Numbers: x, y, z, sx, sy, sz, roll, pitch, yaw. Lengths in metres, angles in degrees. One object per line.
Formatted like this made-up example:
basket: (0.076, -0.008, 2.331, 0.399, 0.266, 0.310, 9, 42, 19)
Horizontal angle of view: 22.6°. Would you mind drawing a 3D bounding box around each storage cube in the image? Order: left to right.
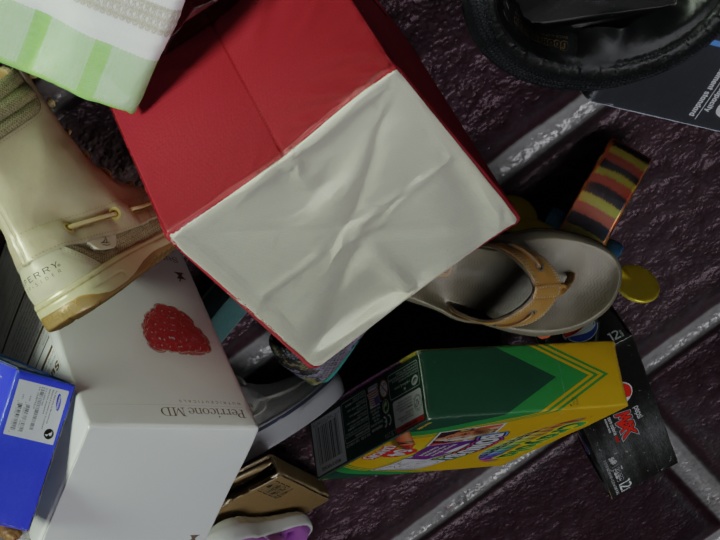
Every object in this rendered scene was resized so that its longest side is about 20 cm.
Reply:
storage cube: (-0.033, -0.081, 1.131, 0.171, 0.180, 0.200, -36, 136, 8)

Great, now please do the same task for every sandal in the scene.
sandal: (-0.089, 0.228, 1.408, 0.082, 0.050, 0.203, -31, 164, 14)
sandal: (0.096, 0.006, 1.266, 0.200, 0.054, 0.081, 11, 101, -22)

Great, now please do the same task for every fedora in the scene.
fedora: (0.154, -0.211, 1.165, 0.200, 0.092, 0.201, -9, 133, -9)

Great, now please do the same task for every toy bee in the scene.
toy bee: (0.159, 0.005, 1.350, 0.131, 0.109, 0.201, 10, 115, 16)

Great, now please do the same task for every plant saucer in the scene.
plant saucer: (-0.104, 0.031, 1.289, 0.019, 0.070, 0.200, 35, 112, -18)

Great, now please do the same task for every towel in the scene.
towel: (-0.162, -0.195, 1.019, 0.149, 0.031, 0.200, 21, 119, -9)

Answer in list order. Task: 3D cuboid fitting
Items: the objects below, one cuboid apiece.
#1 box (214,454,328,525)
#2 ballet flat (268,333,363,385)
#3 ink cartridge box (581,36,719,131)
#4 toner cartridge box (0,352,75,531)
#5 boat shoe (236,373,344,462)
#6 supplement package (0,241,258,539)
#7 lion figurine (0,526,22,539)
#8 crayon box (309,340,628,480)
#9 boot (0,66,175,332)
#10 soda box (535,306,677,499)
box: (-0.116, 0.199, 1.407, 0.163, 0.021, 0.200, -28, 165, 3)
ballet flat: (0.000, 0.000, 1.312, 0.072, 0.072, 0.200, 22, 117, -40)
ink cartridge box: (0.277, -0.191, 1.288, 0.200, 0.043, 0.198, 6, 127, -33)
toner cartridge box: (-0.253, 0.096, 1.156, 0.043, 0.200, 0.095, 21, 86, -33)
boat shoe: (-0.103, 0.109, 1.356, 0.200, 0.071, 0.070, -28, 95, -26)
supplement package: (-0.167, 0.075, 1.195, 0.121, 0.200, 0.120, 4, 129, -31)
lion figurine: (-0.304, 0.139, 1.282, 0.199, 0.073, 0.123, -11, 132, -15)
crayon box: (0.079, 0.111, 1.395, 0.172, 0.058, 0.200, 0, 162, -26)
boot: (-0.183, -0.063, 1.136, 0.073, 0.200, 0.156, -29, 99, 27)
soda box: (0.208, 0.105, 1.519, 0.071, 0.063, 0.200, -28, 138, -1)
